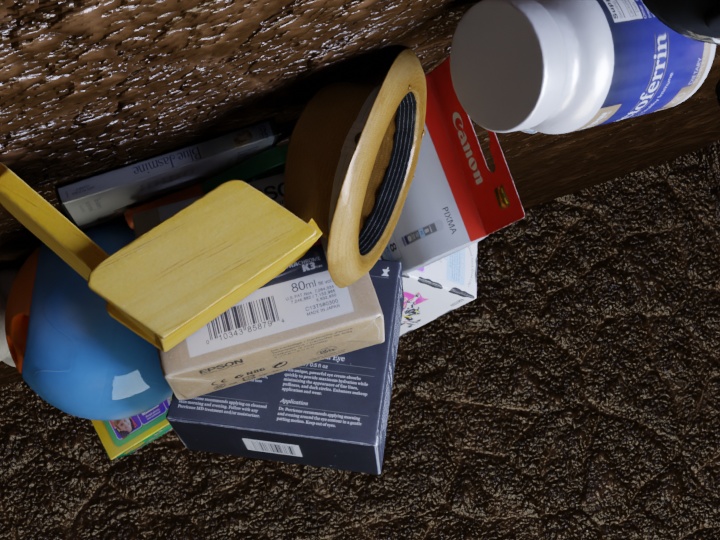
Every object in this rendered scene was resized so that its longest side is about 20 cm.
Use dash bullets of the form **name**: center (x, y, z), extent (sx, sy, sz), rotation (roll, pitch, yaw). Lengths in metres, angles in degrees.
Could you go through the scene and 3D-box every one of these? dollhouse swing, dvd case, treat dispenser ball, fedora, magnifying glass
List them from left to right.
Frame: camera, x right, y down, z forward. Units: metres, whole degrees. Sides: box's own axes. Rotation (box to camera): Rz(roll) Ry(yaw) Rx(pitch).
- **treat dispenser ball**: center (-0.256, 0.050, 1.059), extent (0.199, 0.203, 0.201), rotation (-19, 177, -1)
- **dollhouse swing**: center (-0.157, -0.041, 0.795), extent (0.181, 0.177, 0.200), rotation (-35, 179, -12)
- **dvd case**: center (-0.174, -0.085, 0.960), extent (0.198, 0.018, 0.143), rotation (-20, 176, -11)
- **magnifying glass**: center (-0.125, -0.081, 0.978), extent (0.198, 0.023, 0.080), rotation (-22, 176, 4)
- **fedora**: center (-0.009, -0.090, 0.861), extent (0.081, 0.203, 0.200), rotation (17, -173, 15)

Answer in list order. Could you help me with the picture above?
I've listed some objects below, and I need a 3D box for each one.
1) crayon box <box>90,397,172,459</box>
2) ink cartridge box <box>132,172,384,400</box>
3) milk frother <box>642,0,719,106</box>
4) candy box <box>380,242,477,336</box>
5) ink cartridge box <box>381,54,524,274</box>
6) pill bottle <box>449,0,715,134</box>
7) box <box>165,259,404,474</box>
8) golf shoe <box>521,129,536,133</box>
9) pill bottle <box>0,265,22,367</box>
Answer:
- **crayon box**: center (-0.234, 0.122, 1.236), extent (0.199, 0.120, 0.058), rotation (-31, 171, 10)
- **ink cartridge box**: center (-0.093, 0.007, 0.947), extent (0.198, 0.166, 0.075), rotation (-16, 157, -4)
- **milk frother**: center (0.272, -0.184, 0.543), extent (0.198, 0.183, 0.188), rotation (-16, 177, -9)
- **candy box**: center (0.000, 0.000, 1.127), extent (0.198, 0.072, 0.167), rotation (17, 152, -27)
- **ink cartridge box**: center (0.058, -0.092, 0.964), extent (0.047, 0.162, 0.200), rotation (-19, 176, -26)
- **pill bottle**: center (0.170, -0.168, 0.797), extent (0.199, 0.117, 0.115), rotation (-17, 176, -36)
- **box**: center (-0.065, 0.084, 1.009), extent (0.197, 0.184, 0.104), rotation (7, 156, 6)
- **golf shoe**: center (0.213, -0.191, 1.069), extent (0.097, 0.079, 0.199), rotation (-8, 168, -45)
- **pill bottle**: center (-0.357, 0.046, 1.184), extent (0.110, 0.112, 0.199), rotation (-22, 176, 37)
